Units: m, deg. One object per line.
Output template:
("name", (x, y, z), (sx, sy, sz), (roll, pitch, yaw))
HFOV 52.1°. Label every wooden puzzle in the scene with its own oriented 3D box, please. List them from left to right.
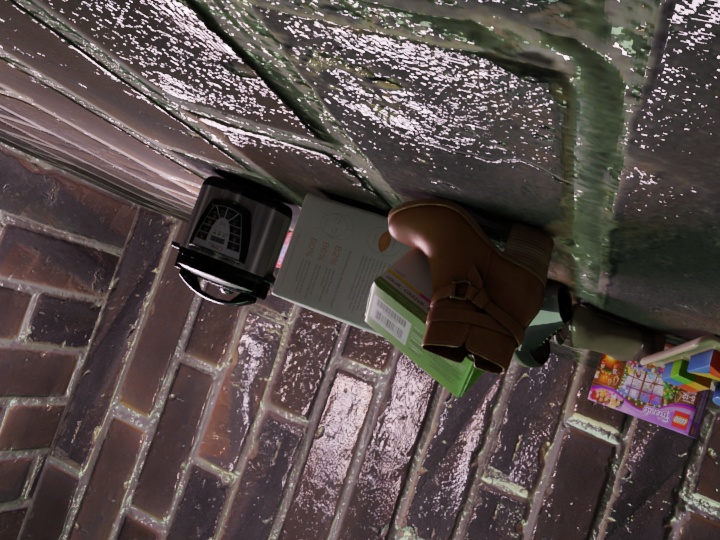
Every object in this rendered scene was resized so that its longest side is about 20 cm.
("wooden puzzle", (0.541, 0.161, 1.086), (0.196, 0.047, 0.186), (19, 162, 0))

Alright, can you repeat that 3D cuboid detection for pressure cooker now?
("pressure cooker", (-0.222, -0.042, 1.289), (0.177, 0.204, 0.175), (23, 176, -35))

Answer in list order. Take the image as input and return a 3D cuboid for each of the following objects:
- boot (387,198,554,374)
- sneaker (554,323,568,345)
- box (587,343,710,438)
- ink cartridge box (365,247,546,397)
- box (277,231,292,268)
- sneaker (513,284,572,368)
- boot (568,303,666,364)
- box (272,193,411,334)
("boot", (0.094, 0.016, 0.780), (0.197, 0.157, 0.077), (18, 159, 20))
("sneaker", (0.281, 0.078, 1.306), (0.197, 0.083, 0.077), (17, 176, 37))
("box", (0.510, 0.193, 1.291), (0.039, 0.140, 0.198), (22, 176, -38))
("ink cartridge box", (0.123, 0.025, 0.865), (0.147, 0.199, 0.076), (37, 144, 20))
("box", (-0.148, -0.037, 1.864), (0.098, 0.097, 0.200), (22, 176, -14))
("sneaker", (0.283, 0.092, 1.138), (0.105, 0.076, 0.201), (3, 145, 35))
("boot", (0.419, 0.107, 1.196), (0.143, 0.072, 0.199), (11, 174, 24))
("box", (0.000, 0.000, 1.051), (0.197, 0.155, 0.106), (19, 176, 23))
